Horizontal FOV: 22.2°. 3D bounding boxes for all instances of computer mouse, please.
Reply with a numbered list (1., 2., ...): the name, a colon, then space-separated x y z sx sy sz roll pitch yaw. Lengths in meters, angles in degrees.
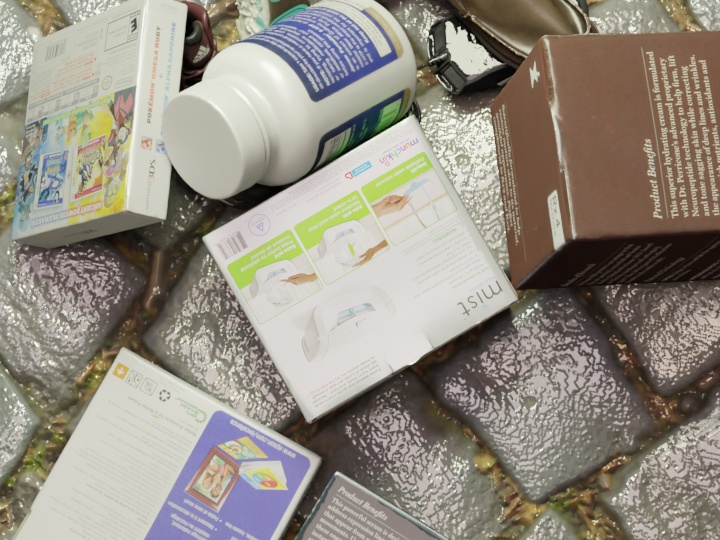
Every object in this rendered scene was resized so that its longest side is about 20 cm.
1. computer mouse: 0.090 -0.214 1.584 0.200 0.046 0.141 -28 73 5

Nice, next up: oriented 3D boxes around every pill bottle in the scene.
1. pill bottle: -0.059 -0.137 1.477 0.120 0.120 0.200 47 49 12

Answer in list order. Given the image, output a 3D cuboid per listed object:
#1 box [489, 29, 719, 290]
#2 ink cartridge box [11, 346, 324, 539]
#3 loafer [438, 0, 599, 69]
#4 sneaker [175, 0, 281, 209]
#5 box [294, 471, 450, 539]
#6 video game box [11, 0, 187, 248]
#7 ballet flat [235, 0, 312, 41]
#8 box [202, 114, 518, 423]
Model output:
1. box: 0.226 -0.086 1.455 0.199 0.164 0.166 -3 76 -12
2. ink cartridge box: -0.162 0.197 1.523 0.197 0.047 0.200 28 84 9
3. loafer: 0.109 -0.229 1.522 0.200 0.071 0.073 34 87 16
4. sneaker: -0.133 -0.149 1.546 0.076 0.116 0.200 -32 77 -19
5. box: -0.019 0.273 1.438 0.107 0.148 0.200 31 83 10
6. video game box: -0.219 -0.120 1.526 0.047 0.200 0.183 15 75 -35
7. ballet flat: -0.081 -0.231 1.564 0.072 0.072 0.200 -5 118 4
8. box: 0.000 0.000 1.503 0.200 0.097 0.177 -31 90 -2
